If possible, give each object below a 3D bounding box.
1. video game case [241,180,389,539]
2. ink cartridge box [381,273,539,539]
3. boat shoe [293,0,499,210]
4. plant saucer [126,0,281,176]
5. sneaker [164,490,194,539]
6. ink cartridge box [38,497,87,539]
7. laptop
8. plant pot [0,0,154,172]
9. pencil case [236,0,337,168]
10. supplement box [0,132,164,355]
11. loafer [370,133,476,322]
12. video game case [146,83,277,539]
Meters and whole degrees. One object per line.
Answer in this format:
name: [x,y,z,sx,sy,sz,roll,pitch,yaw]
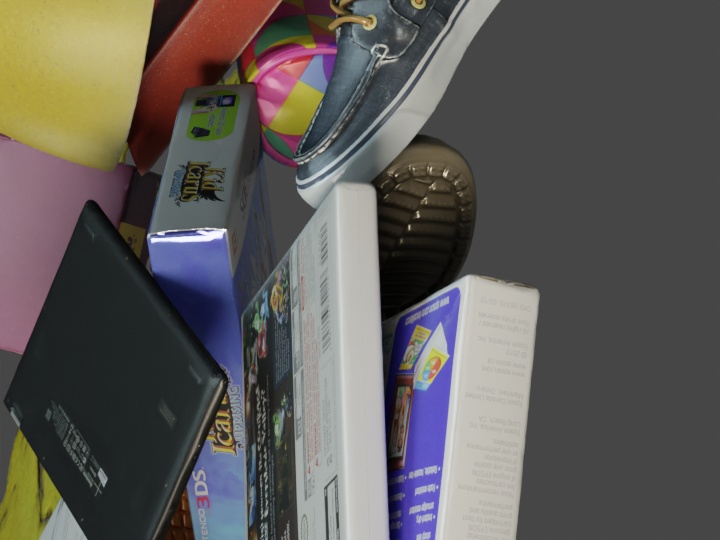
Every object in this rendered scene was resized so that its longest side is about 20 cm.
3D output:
video game case: [-0.023,0.084,1.232,0.182,0.023,0.201,130,141,-64]
ink cartridge box: [0.022,0.116,1.205,0.198,0.043,0.201,149,132,-71]
boat shoe: [0.008,-0.131,1.273,0.201,0.091,0.071,-56,20,-12]
plant saucer: [-0.083,-0.184,1.587,0.200,0.037,0.200,-50,20,30]
sneaker: [-0.090,0.128,1.579,0.201,0.075,0.092,-84,6,-47]
ink cartridge box: [-0.163,0.211,1.709,0.200,0.085,0.147,121,158,-50]
laptop: [-0.098,0.101,1.383,0.187,0.115,0.201,48,120,50]
plant pot: [-0.198,-0.166,1.515,0.200,0.141,0.201,-172,90,-79]
pencil case: [-0.033,-0.129,1.569,0.200,0.088,0.089,-106,33,-62]
supplement box: [-0.156,-0.001,1.672,0.200,0.103,0.132,17,-93,-67]
loafer: [0.000,0.000,1.338,0.068,0.075,0.200,-100,27,-44]
video game case: [-0.072,0.026,1.444,0.182,0.045,0.201,-83,-12,-62]
